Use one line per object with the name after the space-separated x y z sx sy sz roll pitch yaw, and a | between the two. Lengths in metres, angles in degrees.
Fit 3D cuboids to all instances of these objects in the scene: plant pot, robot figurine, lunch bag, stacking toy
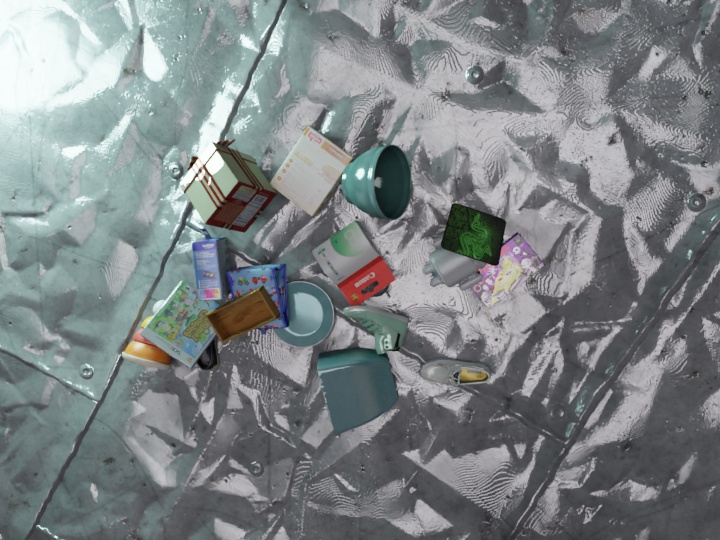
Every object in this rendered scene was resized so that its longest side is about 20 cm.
-0.002 0.323 1.744 0.199 0.196 0.196 -13 95 0 | plant pot
0.269 -0.030 1.703 0.200 0.113 0.170 -31 91 9 | robot figurine
-0.289 0.088 1.781 0.150 0.094 0.201 -3 97 16 | lunch bag
0.034 -0.239 1.679 0.134 0.200 0.201 5 98 33 | plant pot
-0.611 0.187 1.838 0.146 0.146 0.201 15 81 4 | stacking toy

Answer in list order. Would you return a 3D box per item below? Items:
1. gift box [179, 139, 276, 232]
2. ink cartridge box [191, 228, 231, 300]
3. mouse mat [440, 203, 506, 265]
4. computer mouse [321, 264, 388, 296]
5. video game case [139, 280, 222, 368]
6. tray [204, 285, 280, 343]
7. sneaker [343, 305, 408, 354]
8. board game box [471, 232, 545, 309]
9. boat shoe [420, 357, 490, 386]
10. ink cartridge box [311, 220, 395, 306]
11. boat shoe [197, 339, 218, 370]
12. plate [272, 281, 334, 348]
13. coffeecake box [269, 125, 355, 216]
-0.355 -0.241 1.694 0.200 0.184 0.187 -45 64 15 | gift box
-0.425 -0.023 1.770 0.076 0.136 0.201 -3 96 1 | ink cartridge box
0.309 -0.101 1.666 0.161 0.200 0.008 19 137 3 | mouse mat
0.000 0.000 1.772 0.200 0.053 0.139 34 102 14 | computer mouse
-0.510 0.156 1.802 0.182 0.022 0.200 33 68 2 | video game case
-0.336 0.127 1.753 0.200 0.037 0.099 -24 104 23 | tray
0.039 0.170 1.731 0.200 0.074 0.119 16 73 -18 | sneaker
0.405 0.002 1.736 0.200 0.032 0.120 -41 87 10 | board game box
0.271 0.299 1.756 0.201 0.086 0.075 4 97 6 | boat shoe
-0.021 -0.015 1.727 0.161 0.050 0.200 -34 80 17 | ink cartridge box
-0.475 0.205 1.841 0.074 0.062 0.201 -12 93 8 | boat shoe
-0.174 0.129 1.817 0.200 0.026 0.201 1 97 6 | plate
-0.135 -0.279 1.738 0.153 0.073 0.200 36 99 2 | coffeecake box
